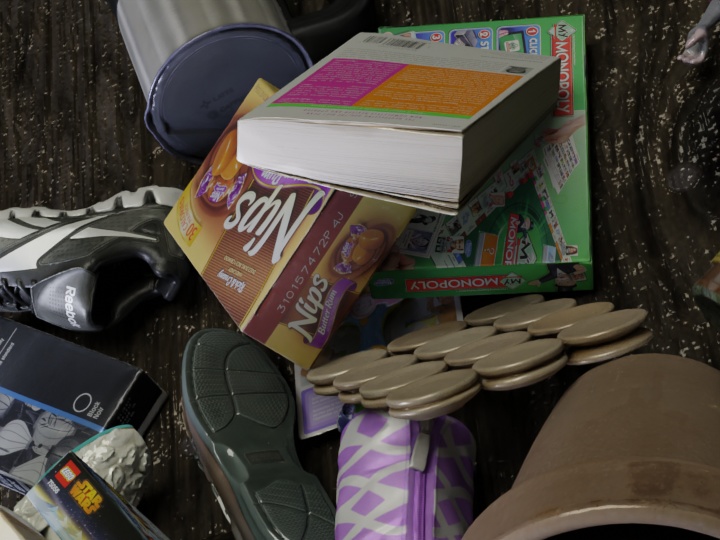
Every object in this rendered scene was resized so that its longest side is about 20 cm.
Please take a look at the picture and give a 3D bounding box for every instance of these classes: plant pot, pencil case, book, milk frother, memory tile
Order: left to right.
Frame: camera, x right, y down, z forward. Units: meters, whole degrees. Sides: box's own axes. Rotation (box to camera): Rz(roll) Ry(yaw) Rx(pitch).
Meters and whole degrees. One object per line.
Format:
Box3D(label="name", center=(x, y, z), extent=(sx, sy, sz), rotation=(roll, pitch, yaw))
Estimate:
Box3D(label="milk frother", center=(-0.101, -0.215, 1.562), extent=(0.180, 0.200, 0.189), rotation=(-30, 46, 4))
Box3D(label="book", center=(0.026, -0.095, 1.347), extent=(0.133, 0.048, 0.200), rotation=(10, 23, 18))
Box3D(label="pencil case", center=(0.025, 0.166, 1.266), extent=(0.086, 0.083, 0.201), rotation=(128, 151, -49))
Box3D(label="memory tile", center=(0.063, 0.047, 1.279), extent=(0.152, 0.017, 0.200), rotation=(-19, 7, -15))
Box3D(label="plant pot", center=(0.143, 0.135, 1.160), extent=(0.199, 0.201, 0.175), rotation=(-16, 33, 21))

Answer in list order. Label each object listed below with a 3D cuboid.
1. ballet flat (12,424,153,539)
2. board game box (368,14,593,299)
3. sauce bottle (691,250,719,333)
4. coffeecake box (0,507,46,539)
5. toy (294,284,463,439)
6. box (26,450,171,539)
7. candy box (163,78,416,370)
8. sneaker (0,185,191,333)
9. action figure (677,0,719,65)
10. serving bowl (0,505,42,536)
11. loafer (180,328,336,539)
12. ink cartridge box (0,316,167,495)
Box3D(label="ballet flat", center=(-0.194, 0.179, 1.416), extent=(0.200, 0.072, 0.072), rotation=(-40, 44, 11))
Box3D(label="board game box", center=(0.074, -0.072, 1.426), extent=(0.134, 0.029, 0.201), rotation=(-2, 52, 7))
Box3D(label="sauce bottle", center=(0.267, -0.042, 1.287), extent=(0.200, 0.065, 0.065), rotation=(-49, 46, -9))
Box3D(label="coffeecake box", center=(-0.133, 0.230, 1.221), extent=(0.073, 0.154, 0.200), rotation=(-44, 72, -7))
Box3D(label="toy", center=(0.000, 0.000, 1.437), extent=(0.115, 0.047, 0.201), rotation=(-21, 48, 16))
Box3D(label="box", center=(-0.092, 0.196, 1.283), extent=(0.040, 0.137, 0.200), rotation=(-44, 46, -5))
Box3D(label="candy box", center=(-0.047, -0.032, 1.416), extent=(0.117, 0.056, 0.200), rotation=(-56, 25, 7))
Box3D(label="sneaker", center=(-0.198, 0.003, 1.521), extent=(0.199, 0.067, 0.091), rotation=(-12, 42, 4))
Box3D(label="action figure", center=(0.222, -0.215, 1.451), extent=(0.199, 0.135, 0.149), rotation=(29, 32, 30))
Box3D(label="serving bowl", center=(-0.261, 0.229, 1.364), extent=(0.199, 0.066, 0.202), rotation=(-5, 77, 23))
Box3D(label="loafer", center=(-0.069, 0.118, 1.380), extent=(0.063, 0.071, 0.200), rotation=(-68, 32, 33))
Box3D(label="ink cartridge box", center=(-0.226, 0.088, 1.522), extent=(0.199, 0.039, 0.100), rotation=(15, 67, 40))
